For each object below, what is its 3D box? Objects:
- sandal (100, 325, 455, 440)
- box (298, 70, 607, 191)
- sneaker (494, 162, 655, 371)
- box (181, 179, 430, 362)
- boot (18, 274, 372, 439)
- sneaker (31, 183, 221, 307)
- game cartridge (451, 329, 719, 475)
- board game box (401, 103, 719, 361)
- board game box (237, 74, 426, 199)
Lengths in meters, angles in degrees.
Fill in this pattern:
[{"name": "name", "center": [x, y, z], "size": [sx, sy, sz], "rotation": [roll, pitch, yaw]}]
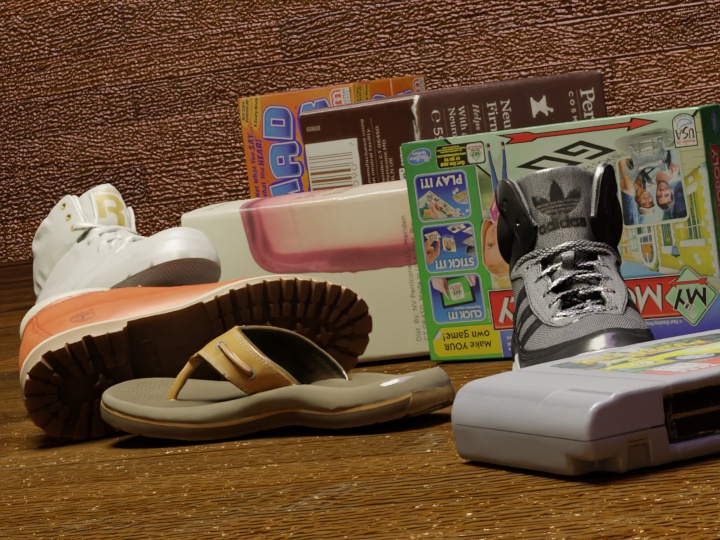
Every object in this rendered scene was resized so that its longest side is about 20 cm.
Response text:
[{"name": "sandal", "center": [-0.044, 0.054, 1.170], "size": [0.199, 0.054, 0.080], "rotation": [-5, 5, 31]}, {"name": "box", "center": [0.082, -0.066, 1.843], "size": [0.199, 0.167, 0.164], "rotation": [-11, 4, -36]}, {"name": "sneaker", "center": [0.105, 0.005, 1.147], "size": [0.075, 0.114, 0.200], "rotation": [-8, 4, -2]}, {"name": "box", "center": [0.000, 0.000, 1.467], "size": [0.199, 0.109, 0.128], "rotation": [-6, 4, 13]}, {"name": "boot", "center": [-0.097, 0.032, 1.280], "size": [0.199, 0.075, 0.107], "rotation": [-9, 19, -12]}, {"name": "sneaker", "center": [-0.158, -0.012, 1.440], "size": [0.073, 0.116, 0.200], "rotation": [12, -29, -34]}, {"name": "game cartridge", "center": [0.147, 0.052, 0.985], "size": [0.199, 0.041, 0.133], "rotation": [-10, 0, -26]}, {"name": "board game box", "center": [0.122, -0.019, 1.322], "size": [0.199, 0.135, 0.029], "rotation": [-6, 4, 34]}, {"name": "board game box", "center": [-0.028, -0.165, 3.248], "size": [0.199, 0.201, 0.200], "rotation": [-5, 6, 33]}]
